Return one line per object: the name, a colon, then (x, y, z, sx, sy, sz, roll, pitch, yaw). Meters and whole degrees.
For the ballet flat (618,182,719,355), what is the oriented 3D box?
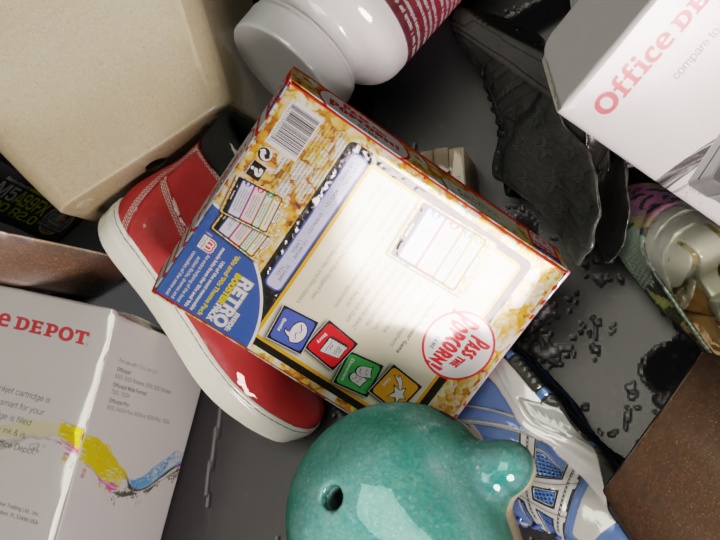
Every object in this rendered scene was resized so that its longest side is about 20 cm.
ballet flat: (0.219, 0.018, 0.711, 0.069, 0.071, 0.201, -31, 69, 2)

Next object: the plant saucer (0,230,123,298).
plant saucer: (-0.255, -0.011, 0.804, 0.198, 0.200, 0.035, 11, 86, 20)

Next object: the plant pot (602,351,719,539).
plant pot: (0.231, 0.139, 0.603, 0.199, 0.187, 0.188, 36, 89, 16)

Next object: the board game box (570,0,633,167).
board game box: (0.240, -0.172, 0.775, 0.198, 0.026, 0.202, -8, 74, 16)

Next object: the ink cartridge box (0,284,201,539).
ink cartridge box: (-0.213, 0.122, 0.785, 0.146, 0.145, 0.202, 11, 80, 20)

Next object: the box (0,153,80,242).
box: (-0.301, -0.122, 0.867, 0.044, 0.160, 0.200, -41, 68, 6)

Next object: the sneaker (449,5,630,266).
sneaker: (0.110, -0.094, 0.773, 0.200, 0.060, 0.105, 42, 120, 44)

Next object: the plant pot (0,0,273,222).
plant pot: (-0.164, -0.141, 0.817, 0.199, 0.200, 0.178, -31, 79, 8)

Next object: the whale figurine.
whale figurine: (0.034, 0.155, 0.632, 0.160, 0.103, 0.200, -52, 46, 8)

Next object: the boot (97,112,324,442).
boot: (-0.058, 0.005, 0.760, 0.144, 0.072, 0.201, -34, 98, 22)

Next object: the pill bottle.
pill bottle: (0.011, -0.200, 0.786, 0.112, 0.113, 0.200, 33, 72, 22)

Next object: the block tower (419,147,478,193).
block tower: (-0.010, -0.039, 0.808, 0.198, 0.054, 0.058, -7, 76, 16)

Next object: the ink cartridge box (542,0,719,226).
ink cartridge box: (0.222, -0.105, 0.654, 0.199, 0.085, 0.145, 31, 118, -16)

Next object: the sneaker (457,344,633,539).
sneaker: (0.126, 0.137, 0.717, 0.077, 0.076, 0.200, -45, 58, 10)

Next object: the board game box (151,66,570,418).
board game box: (0.000, 0.000, 0.706, 0.199, 0.046, 0.152, 34, 105, -12)
